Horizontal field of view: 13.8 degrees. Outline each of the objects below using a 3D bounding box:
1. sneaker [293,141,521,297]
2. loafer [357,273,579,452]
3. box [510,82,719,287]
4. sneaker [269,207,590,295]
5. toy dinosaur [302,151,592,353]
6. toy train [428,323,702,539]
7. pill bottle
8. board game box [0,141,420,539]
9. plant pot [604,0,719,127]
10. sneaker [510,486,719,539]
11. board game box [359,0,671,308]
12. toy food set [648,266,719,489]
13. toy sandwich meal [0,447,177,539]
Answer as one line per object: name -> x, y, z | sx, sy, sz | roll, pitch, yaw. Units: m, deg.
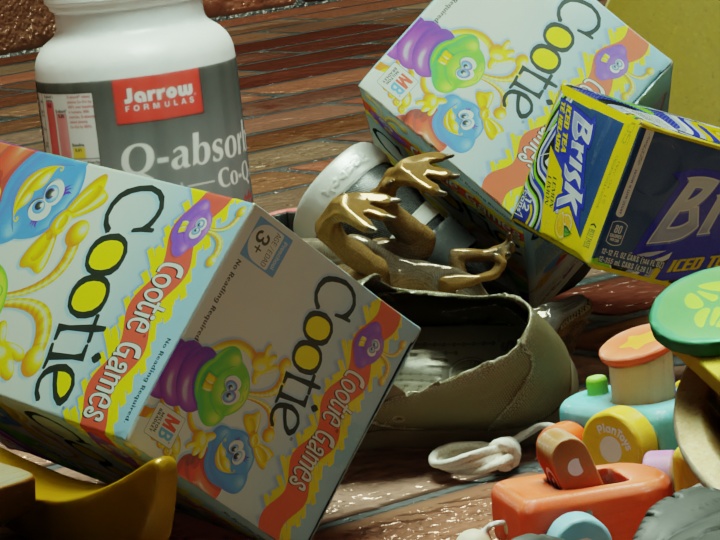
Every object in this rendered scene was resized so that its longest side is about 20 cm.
sneaker -> 0.025, 0.022, 1.426 | 0.073, 0.112, 0.200 | -44, -16, -9
loafer -> -0.008, 0.038, 1.258 | 0.200, 0.067, 0.076 | -6, 47, -1
box -> 0.169, -0.024, 1.333 | 0.200, 0.070, 0.064 | 13, 11, -35
sneaker -> 0.036, -0.019, 1.613 | 0.200, 0.074, 0.087 | -3, 9, 22
toy dinosaur -> 0.000, 0.000, 1.298 | 0.200, 0.106, 0.060 | 15, 44, 10
toy train -> 0.094, 0.063, 1.150 | 0.150, 0.056, 0.200 | -8, 10, -9
pill bottle -> -0.123, -0.080, 1.691 | 0.116, 0.200, 0.116 | -7, 10, 1
board game box -> -0.093, 0.025, 1.179 | 0.200, 0.105, 0.103 | 14, -18, 49
plant pot -> 0.263, -0.114, 1.633 | 0.200, 0.194, 0.195 | 38, 33, 26
sneaker -> 0.095, 0.109, 0.847 | 0.091, 0.076, 0.200 | 8, 18, 35
board game box -> 0.076, -0.066, 1.435 | 0.105, 0.103, 0.200 | -48, -11, -7
toy food set -> 0.204, 0.036, 1.057 | 0.198, 0.049, 0.200 | -24, 32, -13
toy sandwich meal -> -0.153, 0.099, 1.056 | 0.205, 0.070, 0.205 | -6, 10, 1
